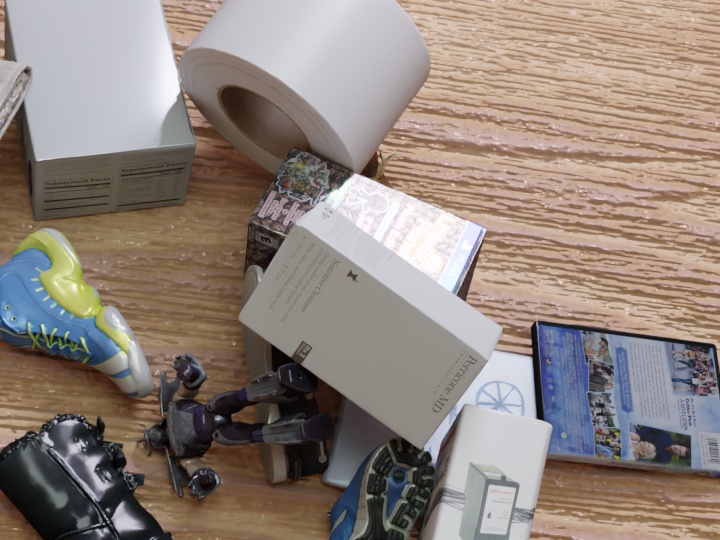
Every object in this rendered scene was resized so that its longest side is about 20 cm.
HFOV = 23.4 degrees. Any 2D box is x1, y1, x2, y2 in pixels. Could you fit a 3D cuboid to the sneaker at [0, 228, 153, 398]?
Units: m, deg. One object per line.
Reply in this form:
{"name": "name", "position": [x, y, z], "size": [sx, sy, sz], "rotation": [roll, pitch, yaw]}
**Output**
{"name": "sneaker", "position": [-0.276, 0.058, 1.604], "size": [0.105, 0.076, 0.200], "rotation": [-32, 63, -14]}

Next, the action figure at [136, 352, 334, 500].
{"name": "action figure", "position": [-0.124, 0.132, 1.543], "size": [0.069, 0.199, 0.131], "rotation": [-13, 88, -58]}

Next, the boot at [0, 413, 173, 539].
{"name": "boot", "position": [-0.269, 0.224, 1.504], "size": [0.198, 0.073, 0.163], "rotation": [-30, 73, -33]}

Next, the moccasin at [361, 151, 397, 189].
{"name": "moccasin", "position": [-0.006, -0.095, 1.737], "size": [0.073, 0.078, 0.202], "rotation": [-21, 67, -23]}

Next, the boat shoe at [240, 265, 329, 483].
{"name": "boat shoe", "position": [-0.068, 0.093, 1.591], "size": [0.060, 0.074, 0.201], "rotation": [-8, 88, -18]}

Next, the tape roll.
{"name": "tape roll", "position": [-0.053, -0.188, 1.639], "size": [0.202, 0.203, 0.139], "rotation": [32, 70, 7]}

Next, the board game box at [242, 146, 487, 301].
{"name": "board game box", "position": [0.000, 0.000, 1.624], "size": [0.199, 0.160, 0.097], "rotation": [23, 59, 8]}

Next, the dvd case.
{"name": "dvd case", "position": [0.264, 0.125, 1.693], "size": [0.199, 0.018, 0.143], "rotation": [8, 59, -15]}

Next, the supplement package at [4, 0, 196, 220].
{"name": "supplement package", "position": [-0.260, -0.169, 1.706], "size": [0.155, 0.111, 0.201], "rotation": [-7, 62, -16]}

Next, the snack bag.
{"name": "snack bag", "position": [0.071, 0.149, 1.650], "size": [0.199, 0.021, 0.189], "rotation": [13, 58, -2]}

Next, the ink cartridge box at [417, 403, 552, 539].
{"name": "ink cartridge box", "position": [0.097, 0.234, 1.515], "size": [0.084, 0.146, 0.201], "rotation": [15, 70, -1]}

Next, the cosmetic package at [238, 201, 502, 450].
{"name": "cosmetic package", "position": [0.010, 0.047, 1.499], "size": [0.200, 0.113, 0.081], "rotation": [34, 22, 4]}

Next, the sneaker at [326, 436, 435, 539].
{"name": "sneaker", "position": [0.007, 0.247, 1.550], "size": [0.078, 0.089, 0.201], "rotation": [25, 79, -10]}

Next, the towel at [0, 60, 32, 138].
{"name": "towel", "position": [-0.401, -0.122, 1.605], "size": [0.132, 0.035, 0.201], "rotation": [13, 64, 21]}
